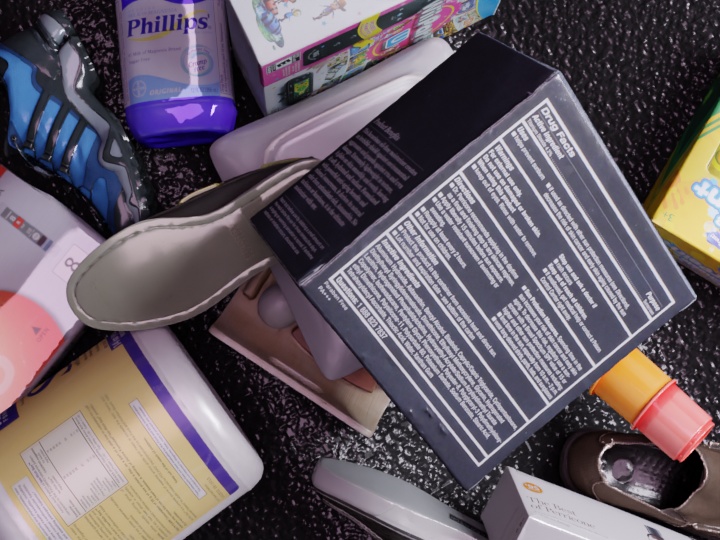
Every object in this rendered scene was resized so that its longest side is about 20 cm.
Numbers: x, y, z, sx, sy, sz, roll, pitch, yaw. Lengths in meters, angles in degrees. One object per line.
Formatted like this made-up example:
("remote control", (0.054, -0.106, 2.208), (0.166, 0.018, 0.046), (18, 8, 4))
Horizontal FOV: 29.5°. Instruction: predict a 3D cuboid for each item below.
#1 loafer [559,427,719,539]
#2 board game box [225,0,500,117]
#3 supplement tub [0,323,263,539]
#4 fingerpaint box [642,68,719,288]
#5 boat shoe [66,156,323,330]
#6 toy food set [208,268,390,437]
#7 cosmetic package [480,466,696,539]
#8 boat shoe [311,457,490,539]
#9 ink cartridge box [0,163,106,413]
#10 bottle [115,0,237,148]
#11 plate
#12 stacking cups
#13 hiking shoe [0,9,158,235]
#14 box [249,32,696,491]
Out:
("loafer", (0.248, 0.161, 1.004), (0.199, 0.071, 0.073), (8, 84, -3))
("board game box", (0.007, -0.193, 0.987), (0.199, 0.148, 0.065), (-27, 84, -6))
("supplement tub", (-0.183, 0.141, 0.941), (0.200, 0.145, 0.146), (-35, 87, -7))
("fingerpaint box", (0.333, -0.051, 1.031), (0.199, 0.073, 0.167), (32, 83, 0))
("boat shoe", (-0.102, -0.018, 0.926), (0.200, 0.061, 0.072), (-24, 102, -3))
("toy food set", (0.000, 0.000, 1.010), (0.143, 0.060, 0.201), (33, 84, 0))
("cosmetic package", (0.189, 0.207, 0.969), (0.199, 0.083, 0.051), (22, 102, -12))
("boat shoe", (0.047, 0.202, 0.986), (0.199, 0.071, 0.064), (27, 97, 7))
("ink cartridge box", (-0.291, -0.003, 0.998), (0.200, 0.050, 0.162), (38, 83, -2))
("bottle", (-0.140, -0.195, 1.018), (0.083, 0.065, 0.201), (-5, 84, 0))
("plate", (0.019, -0.053, 0.980), (0.199, 0.032, 0.200), (-26, 76, -8))
("stacking cups", (0.166, 0.056, 0.983), (0.061, 0.061, 0.200), (-45, 69, -7))
("hiking shoe", (-0.213, -0.089, 1.005), (0.086, 0.074, 0.201), (-27, 75, -4))
("box", (0.073, -0.007, 0.880), (0.198, 0.123, 0.200), (-38, 119, -1))
